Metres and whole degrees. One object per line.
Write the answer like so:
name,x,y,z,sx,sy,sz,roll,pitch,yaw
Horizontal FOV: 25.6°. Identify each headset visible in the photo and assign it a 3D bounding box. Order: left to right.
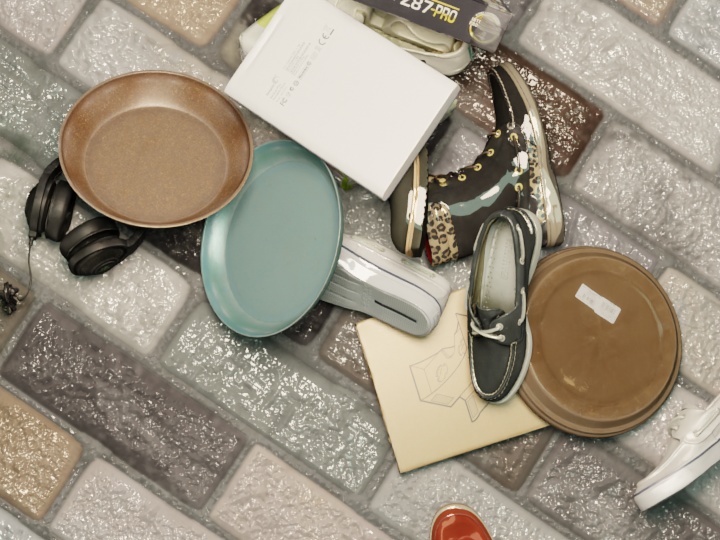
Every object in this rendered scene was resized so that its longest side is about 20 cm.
headset,-0.299,-0.038,1.637,0.123,0.094,0.200,40,67,7

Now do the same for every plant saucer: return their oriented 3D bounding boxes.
plant saucer,-0.209,-0.117,1.625,0.198,0.037,0.202,4,55,-6
plant saucer,-0.086,-0.031,1.602,0.199,0.027,0.203,-11,73,40
plant saucer,0.244,0.072,1.642,0.197,0.029,0.203,2,78,-11

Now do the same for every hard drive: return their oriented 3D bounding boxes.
hard drive,-0.019,-0.177,1.557,0.199,0.025,0.133,34,88,17

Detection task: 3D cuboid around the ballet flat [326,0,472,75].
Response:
ballet flat,0.023,-0.255,1.606,0.198,0.069,0.070,19,82,-2

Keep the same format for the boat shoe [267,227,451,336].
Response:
boat shoe,0.000,0.000,1.643,0.199,0.074,0.067,30,49,9

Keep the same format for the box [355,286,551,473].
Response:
box,0.110,0.102,1.650,0.198,0.021,0.165,-17,84,-4

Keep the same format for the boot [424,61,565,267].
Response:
boot,0.121,-0.107,1.656,0.149,0.073,0.202,-14,89,-4

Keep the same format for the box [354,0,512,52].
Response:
box,0.054,-0.296,1.597,0.160,0.201,0.049,20,113,-18

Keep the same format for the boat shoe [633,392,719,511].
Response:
boat shoe,0.349,0.168,1.635,0.199,0.074,0.066,-37,81,-17

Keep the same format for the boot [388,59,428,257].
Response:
boot,0.000,-0.110,1.586,0.136,0.078,0.202,-1,70,1

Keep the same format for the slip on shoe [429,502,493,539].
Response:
slip on shoe,0.115,0.335,1.601,0.073,0.061,0.202,-10,82,-2

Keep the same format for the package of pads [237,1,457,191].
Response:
package of pads,-0.019,-0.203,1.662,0.154,0.068,0.201,-36,85,-8

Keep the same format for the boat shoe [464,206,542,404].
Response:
boat shoe,0.135,0.036,1.595,0.075,0.060,0.203,6,94,29
